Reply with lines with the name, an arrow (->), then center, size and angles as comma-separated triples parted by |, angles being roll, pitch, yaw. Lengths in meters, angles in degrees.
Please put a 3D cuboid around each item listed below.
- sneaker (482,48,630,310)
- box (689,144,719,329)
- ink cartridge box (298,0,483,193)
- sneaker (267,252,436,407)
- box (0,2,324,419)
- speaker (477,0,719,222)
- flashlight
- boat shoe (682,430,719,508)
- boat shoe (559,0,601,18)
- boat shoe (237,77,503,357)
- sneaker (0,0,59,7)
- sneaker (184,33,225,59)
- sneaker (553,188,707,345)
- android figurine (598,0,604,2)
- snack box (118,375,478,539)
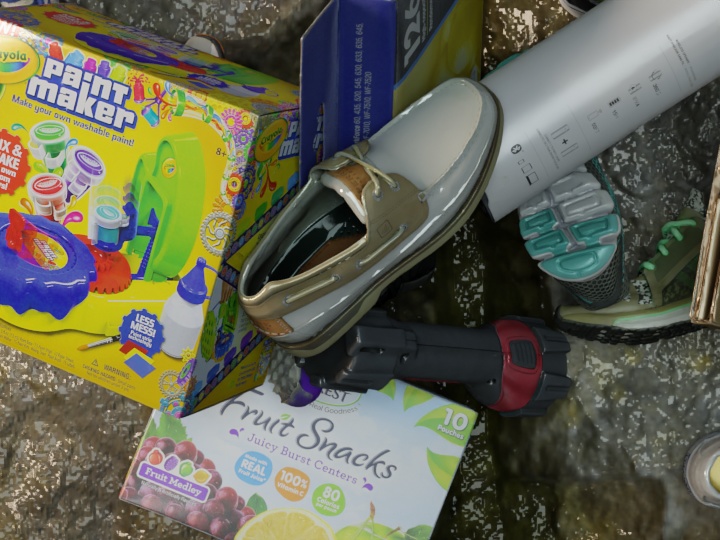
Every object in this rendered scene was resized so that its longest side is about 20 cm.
sneaker -> 0.128, -0.056, 1.591 | 0.077, 0.091, 0.201 | -20, 52, 12
box -> 0.293, -0.032, 1.557 | 0.199, 0.021, 0.164 | 13, 86, -41
ink cartridge box -> 0.023, -0.124, 1.505 | 0.047, 0.198, 0.200 | 18, 49, 15
sneaker -> 0.000, 0.000, 1.579 | 0.099, 0.070, 0.201 | 16, 63, -13
box -> -0.145, -0.042, 1.497 | 0.199, 0.122, 0.194 | 20, 105, 20
speaker -> 0.144, -0.116, 1.513 | 0.200, 0.081, 0.081 | -33, 91, 0
flashlight -> 0.046, 0.057, 1.551 | 0.199, 0.068, 0.068 | 6, 114, -41
boat shoe -> 0.316, 0.119, 1.605 | 0.201, 0.086, 0.075 | -7, 89, -2
boat shoe -> 0.230, -0.188, 1.615 | 0.199, 0.068, 0.072 | 9, 89, -2
boat shoe -> 0.007, -0.038, 1.445 | 0.075, 0.068, 0.200 | 38, 88, 36
sneaker -> -0.224, -0.159, 1.587 | 0.075, 0.088, 0.201 | -22, 91, -4
sneaker -> -0.141, -0.061, 1.598 | 0.092, 0.076, 0.201 | 13, 87, 2
sneaker -> 0.218, -0.006, 1.618 | 0.199, 0.077, 0.089 | -15, 80, -9
android figurine -> 0.149, -0.253, 1.593 | 0.199, 0.041, 0.183 | 18, 59, 9
snack box -> -0.041, 0.120, 1.607 | 0.199, 0.053, 0.143 | 22, 86, -2
